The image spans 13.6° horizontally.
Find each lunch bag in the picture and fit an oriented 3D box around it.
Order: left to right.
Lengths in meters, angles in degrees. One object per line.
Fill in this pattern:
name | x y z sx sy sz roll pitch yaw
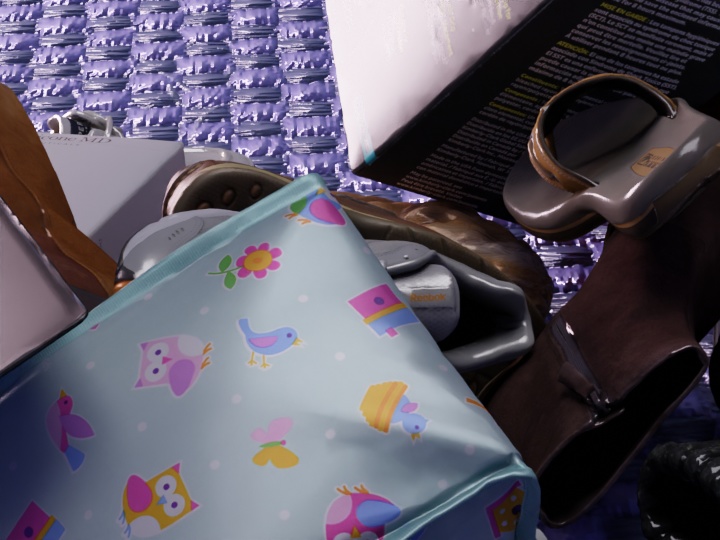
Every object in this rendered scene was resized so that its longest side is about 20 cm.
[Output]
lunch bag | -0.053 0.091 1.117 0.199 0.122 0.171 -31 57 -9

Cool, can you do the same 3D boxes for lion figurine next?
lion figurine | 0.013 -0.012 1.503 0.122 0.073 0.200 3 15 -18

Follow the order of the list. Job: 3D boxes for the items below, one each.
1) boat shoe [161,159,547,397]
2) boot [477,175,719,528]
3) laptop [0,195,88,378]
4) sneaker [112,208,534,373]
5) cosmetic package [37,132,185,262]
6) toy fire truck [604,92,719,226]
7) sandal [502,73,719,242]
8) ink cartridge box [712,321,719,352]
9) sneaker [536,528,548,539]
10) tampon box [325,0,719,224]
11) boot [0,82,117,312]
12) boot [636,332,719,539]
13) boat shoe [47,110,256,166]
boat shoe | -0.001 0.000 1.386 0.199 0.072 0.068 26 10 -19
boot | 0.132 0.025 1.292 0.200 0.072 0.166 -46 12 0
laptop | -0.190 0.078 1.149 0.115 0.201 0.187 -2 21 -21
sneaker | -0.011 0.011 1.266 0.199 0.076 0.092 2 -6 -41
cosmetic package | -0.163 0.006 1.455 0.107 0.085 0.200 4 24 16
toy fire truck | 0.212 -0.072 1.540 0.167 0.113 0.200 7 -31 -37
sandal | 0.105 -0.054 1.333 0.082 0.055 0.200 -46 12 -4
ink cartridge box | 0.284 0.002 1.425 0.200 0.084 0.145 -22 30 -39
sneaker | -0.021 0.103 1.219 0.088 0.074 0.200 -19 28 -40
tampon box | 0.092 -0.140 1.463 0.126 0.200 0.150 15 52 -33
boot | -0.131 -0.006 1.345 0.188 0.069 0.200 14 32 -45
boot | 0.173 0.077 1.262 0.157 0.080 0.211 -22 21 -25
boat shoe | -0.148 -0.050 1.604 0.199 0.070 0.071 -10 24 -18
